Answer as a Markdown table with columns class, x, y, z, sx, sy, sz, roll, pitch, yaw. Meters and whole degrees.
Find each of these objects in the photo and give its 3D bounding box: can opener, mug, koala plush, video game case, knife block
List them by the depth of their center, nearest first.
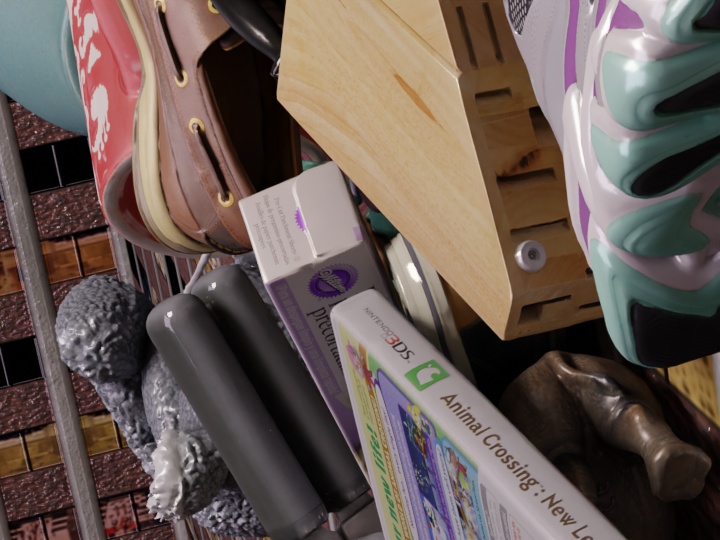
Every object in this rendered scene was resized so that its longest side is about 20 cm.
| class | x | y | z | sx | sy | sz | roll | pitch | yaw |
| --- | --- | --- | --- | --- | --- | --- | --- | --- | --- |
| video game case | 0.056 | 0.128 | 0.739 | 0.182 | 0.022 | 0.201 | 45 | 154 | 51 |
| knife block | 0.014 | -0.067 | 0.774 | 0.175 | 0.064 | 0.201 | -24 | 79 | 62 |
| can opener | -0.015 | 0.088 | 0.945 | 0.200 | 0.053 | 0.066 | 57 | 143 | 1 |
| mug | -0.094 | -0.122 | 1.045 | 0.133 | 0.177 | 0.201 | -39 | 49 | 39 |
| koala plush | -0.052 | 0.069 | 1.216 | 0.184 | 0.177 | 0.200 | 66 | 171 | -8 |

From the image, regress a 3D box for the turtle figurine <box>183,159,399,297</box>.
| class | x | y | z | sx | sy | sz | roll | pitch | yaw |
| --- | --- | --- | --- | --- | --- | --- | --- | --- | --- |
| turtle figurine | 0.000 | 0.000 | 0.973 | 0.150 | 0.101 | 0.200 | 54 | 157 | 2 |

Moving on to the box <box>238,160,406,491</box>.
| class | x | y | z | sx | sy | sz | roll | pitch | yaw |
| --- | --- | --- | --- | --- | --- | --- | --- | --- | --- |
| box | 0.004 | 0.037 | 0.843 | 0.200 | 0.039 | 0.042 | 66 | -177 | -52 |

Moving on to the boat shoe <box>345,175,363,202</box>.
| class | x | y | z | sx | sy | sz | roll | pitch | yaw |
| --- | --- | --- | --- | --- | --- | --- | --- | --- | --- |
| boat shoe | -0.019 | -0.054 | 1.118 | 0.072 | 0.062 | 0.201 | 118 | 138 | -75 |

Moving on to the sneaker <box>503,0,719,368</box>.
| class | x | y | z | sx | sy | sz | roll | pitch | yaw |
| --- | --- | --- | --- | --- | --- | --- | --- | --- | --- |
| sneaker | 0.070 | -0.076 | 0.550 | 0.200 | 0.077 | 0.140 | 96 | 157 | -62 |

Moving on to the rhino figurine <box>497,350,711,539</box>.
| class | x | y | z | sx | sy | sz | roll | pitch | yaw |
| --- | --- | --- | --- | --- | --- | --- | --- | --- | --- |
| rhino figurine | 0.083 | 0.112 | 0.781 | 0.088 | 0.060 | 0.201 | -121 | 18 | -49 |

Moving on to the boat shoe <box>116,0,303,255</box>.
| class | x | y | z | sx | sy | sz | roll | pitch | yaw |
| --- | --- | --- | --- | --- | --- | --- | --- | --- | --- |
| boat shoe | -0.054 | -0.104 | 0.889 | 0.067 | 0.072 | 0.201 | 5 | 105 | 47 |

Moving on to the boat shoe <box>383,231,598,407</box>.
| class | x | y | z | sx | sy | sz | roll | pitch | yaw |
| --- | --- | --- | --- | --- | --- | --- | --- | --- | --- |
| boat shoe | 0.057 | 0.036 | 0.830 | 0.200 | 0.062 | 0.075 | 68 | 180 | -60 |

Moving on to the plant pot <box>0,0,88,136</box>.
| class | x | y | z | sx | sy | sz | roll | pitch | yaw |
| --- | --- | --- | --- | --- | --- | --- | --- | --- | --- |
| plant pot | -0.129 | -0.160 | 1.265 | 0.188 | 0.199 | 0.201 | -138 | 35 | -58 |
